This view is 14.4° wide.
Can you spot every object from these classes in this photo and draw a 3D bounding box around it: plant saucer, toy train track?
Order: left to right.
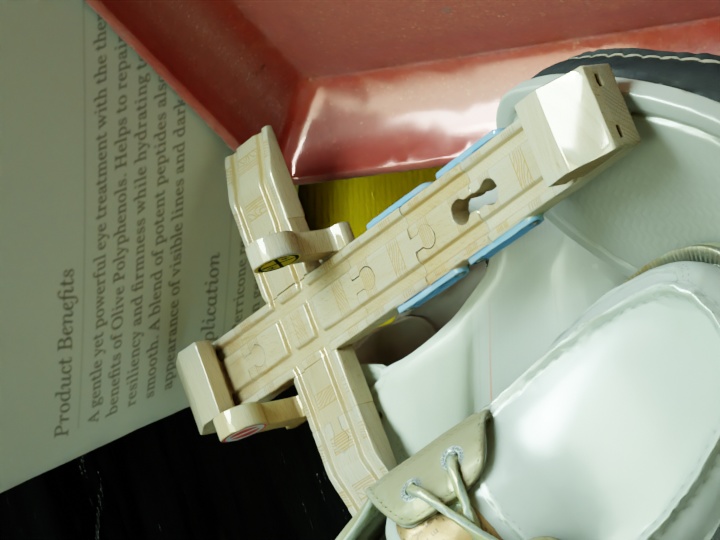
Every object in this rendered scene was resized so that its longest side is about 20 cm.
[{"bbox_3d":[0.000,0.000,0.778,0.200,0.032,0.115,-35,71,46],"label":"toy train track"},{"bbox_3d":[0.016,-0.095,0.746,0.199,0.200,0.037,-7,59,28],"label":"plant saucer"}]

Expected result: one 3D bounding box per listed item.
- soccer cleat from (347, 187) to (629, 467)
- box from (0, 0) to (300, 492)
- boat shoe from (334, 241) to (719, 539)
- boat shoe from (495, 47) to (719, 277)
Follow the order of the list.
[{"bbox_3d":[0.023,0.056,0.841,0.077,0.069,0.201,20,115,-11],"label":"soccer cleat"},{"bbox_3d":[-0.141,-0.065,0.872,0.199,0.171,0.200,25,124,36],"label":"box"},{"bbox_3d":[0.040,0.075,0.754,0.075,0.068,0.200,50,124,24],"label":"boat shoe"},{"bbox_3d":[0.131,-0.026,0.730,0.199,0.060,0.074,13,140,32],"label":"boat shoe"}]
